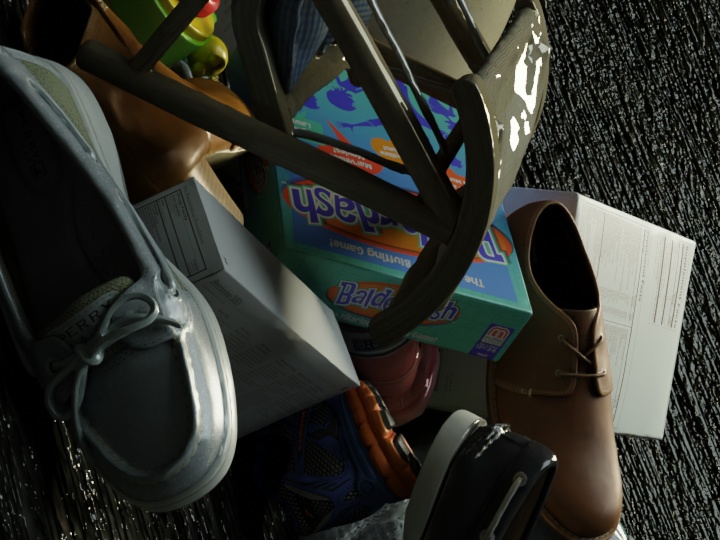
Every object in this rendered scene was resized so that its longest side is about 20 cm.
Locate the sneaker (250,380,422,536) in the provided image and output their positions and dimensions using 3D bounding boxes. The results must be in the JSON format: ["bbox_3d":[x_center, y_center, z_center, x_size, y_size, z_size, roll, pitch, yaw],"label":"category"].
[{"bbox_3d":[-0.029,0.088,0.893,0.076,0.078,0.200,61,-7,-13],"label":"sneaker"}]

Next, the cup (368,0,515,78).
[{"bbox_3d":[0.041,-0.237,1.112,0.200,0.143,0.200,39,12,-10],"label":"cup"}]

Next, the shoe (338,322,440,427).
[{"bbox_3d":[0.000,0.000,0.997,0.201,0.071,0.091,-104,179,-46],"label":"shoe"}]

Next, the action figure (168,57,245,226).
[{"bbox_3d":[-0.090,-0.088,1.026,0.201,0.055,0.118,62,12,-7],"label":"action figure"}]

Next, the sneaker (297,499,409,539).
[{"bbox_3d":[0.013,0.163,0.937,0.200,0.075,0.105,-96,162,-64],"label":"sneaker"}]

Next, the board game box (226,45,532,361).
[{"bbox_3d":[0.006,-0.050,0.927,0.151,0.045,0.201,15,41,-24],"label":"board game box"}]

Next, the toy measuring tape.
[{"bbox_3d":[-0.139,-0.178,0.923,0.200,0.073,0.074,49,18,-35],"label":"toy measuring tape"}]

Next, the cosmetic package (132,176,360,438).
[{"bbox_3d":[-0.070,0.025,0.757,0.200,0.082,0.051,49,21,-66],"label":"cosmetic package"}]

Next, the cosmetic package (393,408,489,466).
[{"bbox_3d":[0.062,0.153,1.056,0.200,0.071,0.102,180,-113,-78],"label":"cosmetic package"}]

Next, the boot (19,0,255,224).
[{"bbox_3d":[-0.116,-0.100,0.840,0.144,0.071,0.201,56,9,-30],"label":"boot"}]

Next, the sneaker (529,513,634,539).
[{"bbox_3d":[0.066,0.181,0.921,0.088,0.199,0.074,62,-27,5],"label":"sneaker"}]

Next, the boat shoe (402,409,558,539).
[{"bbox_3d":[0.045,0.172,0.812,0.074,0.060,0.201,14,96,-66],"label":"boat shoe"}]

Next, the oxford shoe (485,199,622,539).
[{"bbox_3d":[0.113,0.056,0.918,0.071,0.071,0.201,-37,-117,61],"label":"oxford shoe"}]

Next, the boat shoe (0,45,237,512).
[{"bbox_3d":[-0.111,-0.001,0.625,0.203,0.074,0.065,66,14,19],"label":"boat shoe"}]

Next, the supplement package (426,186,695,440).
[{"bbox_3d":[0.096,0.026,1.108,0.200,0.191,0.148,14,85,-56],"label":"supplement package"}]

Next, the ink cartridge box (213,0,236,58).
[{"bbox_3d":[-0.039,-0.169,1.167,0.200,0.085,0.146,42,12,-12],"label":"ink cartridge box"}]

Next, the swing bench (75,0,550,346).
[{"bbox_3d":[0.006,-0.100,0.783,0.200,0.130,0.199,42,23,-5],"label":"swing bench"}]
